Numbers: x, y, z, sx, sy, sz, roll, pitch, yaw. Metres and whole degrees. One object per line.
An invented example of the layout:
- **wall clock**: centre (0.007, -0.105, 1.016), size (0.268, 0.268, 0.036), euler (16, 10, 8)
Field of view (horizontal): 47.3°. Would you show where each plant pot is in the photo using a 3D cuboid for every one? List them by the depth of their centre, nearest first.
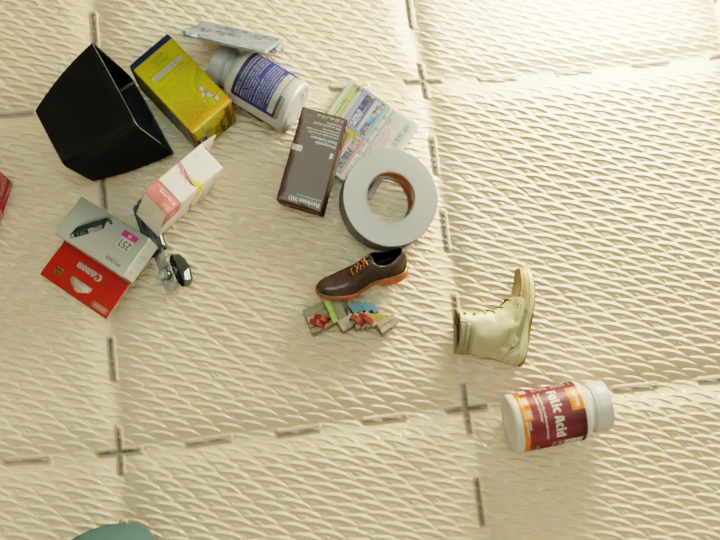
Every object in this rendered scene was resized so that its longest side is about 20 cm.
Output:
- **plant pot**: centre (-0.431, 0.536, 1.478), size (0.200, 0.201, 0.134), euler (44, 44, 8)
- **plant pot**: centre (-0.525, -0.295, 1.655), size (0.176, 0.200, 0.201), euler (-32, 80, 1)

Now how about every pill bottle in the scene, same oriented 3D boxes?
- **pill bottle**: centre (0.382, 0.280, 1.599), size (0.196, 0.114, 0.116), euler (-11, 77, -5)
- **pill bottle**: centre (-0.218, -0.387, 1.721), size (0.198, 0.120, 0.121), euler (31, 77, 4)

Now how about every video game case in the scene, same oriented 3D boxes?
- **video game case**: centre (-0.001, -0.280, 1.758), size (0.181, 0.022, 0.201), euler (34, 79, 5)

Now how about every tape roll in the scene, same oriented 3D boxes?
- **tape roll**: centre (0.056, -0.144, 1.692), size (0.196, 0.066, 0.204), euler (1, 82, -10)

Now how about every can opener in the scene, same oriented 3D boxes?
- **can opener**: centre (-0.407, -0.051, 1.677), size (0.066, 0.052, 0.203), euler (-17, 78, -42)

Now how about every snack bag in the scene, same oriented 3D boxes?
- **snack bag**: centre (-0.261, -0.482, 1.717), size (0.185, 0.201, 0.022), euler (13, 112, -1)

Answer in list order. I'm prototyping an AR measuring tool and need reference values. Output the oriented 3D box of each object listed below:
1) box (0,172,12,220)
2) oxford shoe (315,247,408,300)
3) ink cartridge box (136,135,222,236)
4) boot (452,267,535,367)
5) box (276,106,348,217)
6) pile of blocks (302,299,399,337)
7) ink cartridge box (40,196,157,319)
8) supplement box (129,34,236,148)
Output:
- **box**: centre (-0.782, -0.109, 1.639), size (0.094, 0.100, 0.204), euler (12, 76, 0)
- **oxford shoe**: centre (0.000, 0.000, 1.656), size (0.197, 0.073, 0.072), euler (-19, 48, -12)
- **ink cartridge box**: centre (-0.348, -0.171, 1.648), size (0.067, 0.116, 0.200), euler (44, 60, -3)
- **boot**: centre (0.267, 0.082, 1.660), size (0.152, 0.073, 0.204), euler (10, 82, -3)
- **box**: centre (-0.098, -0.223, 1.696), size (0.098, 0.075, 0.204), euler (15, 88, 4)
- **pile of blocks**: centre (-0.019, 0.088, 1.650), size (0.196, 0.062, 0.084), euler (0, 77, -3)
- **ink cartridge box**: centre (-0.531, -0.028, 1.637), size (0.198, 0.044, 0.175), euler (29, 76, 20)
- **supplement box**: centre (-0.367, -0.367, 1.715), size (0.109, 0.109, 0.200), euler (-42, 83, -11)
